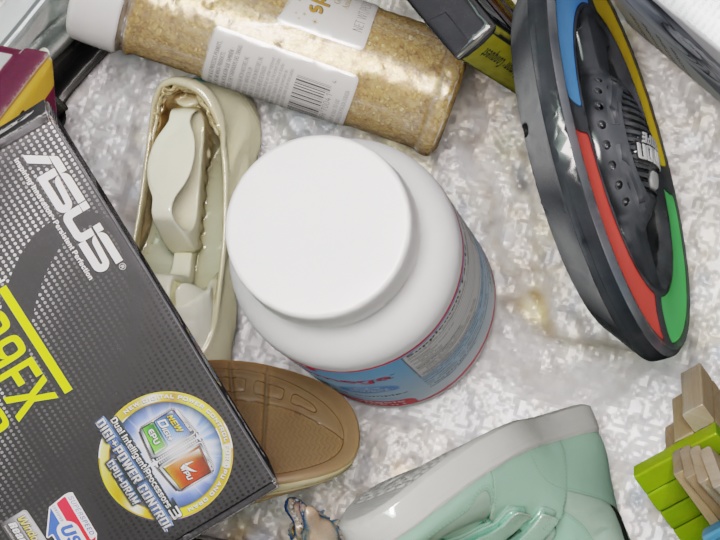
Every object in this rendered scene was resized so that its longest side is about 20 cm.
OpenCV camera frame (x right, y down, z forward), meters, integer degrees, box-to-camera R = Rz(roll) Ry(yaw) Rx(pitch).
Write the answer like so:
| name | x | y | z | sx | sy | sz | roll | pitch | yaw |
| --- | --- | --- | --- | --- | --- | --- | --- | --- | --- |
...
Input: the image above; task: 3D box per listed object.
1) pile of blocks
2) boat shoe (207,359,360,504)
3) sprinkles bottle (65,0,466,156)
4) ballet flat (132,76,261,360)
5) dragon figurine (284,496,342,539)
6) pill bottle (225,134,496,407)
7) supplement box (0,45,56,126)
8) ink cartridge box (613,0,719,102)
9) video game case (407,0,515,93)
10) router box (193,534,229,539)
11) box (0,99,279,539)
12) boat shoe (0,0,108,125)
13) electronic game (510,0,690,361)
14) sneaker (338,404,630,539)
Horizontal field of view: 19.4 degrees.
| name | x | y | z | sx | sy | sz | roll | pitch | yaw |
| --- | --- | --- | --- | --- | --- | --- | --- | --- | --- |
| pile of blocks | 0.161 | 0.135 | 0.968 | 0.062 | 0.082 | 0.200 | -32 | 40 | 19 |
| boat shoe | -0.100 | 0.091 | 1.023 | 0.200 | 0.065 | 0.071 | -3 | 57 | 0 |
| sprinkles bottle | -0.047 | -0.120 | 1.077 | 0.200 | 0.068 | 0.068 | 19 | 83 | -2 |
| ballet flat | -0.097 | -0.007 | 1.090 | 0.069 | 0.069 | 0.200 | 5 | 80 | 12 |
| dragon figurine | 0.030 | 0.183 | 1.025 | 0.200 | 0.099 | 0.059 | 39 | 85 | -22 |
| pill bottle | 0.000 | 0.000 | 1.000 | 0.109 | 0.200 | 0.109 | -2 | 78 | 11 |
| supplement box | -0.220 | -0.012 | 1.039 | 0.131 | 0.200 | 0.103 | 12 | 41 | 12 |
| ink cartridge box | 0.157 | -0.123 | 0.993 | 0.200 | 0.200 | 0.041 | 44 | 95 | 16 |
| video game case | 0.022 | -0.168 | 1.038 | 0.025 | 0.181 | 0.200 | -41 | 74 | 12 |
| router box | -0.156 | 0.194 | 1.062 | 0.200 | 0.051 | 0.149 | 10 | 83 | 13 |
| box | -0.154 | 0.050 | 0.930 | 0.160 | 0.044 | 0.200 | -30 | 106 | -1 |
| boat shoe | -0.181 | -0.096 | 1.125 | 0.057 | 0.069 | 0.200 | 33 | 85 | 15 |
| electronic game | 0.118 | -0.055 | 0.988 | 0.042 | 0.200 | 0.200 | -15 | 76 | 18 |
| sneaker | 0.074 | 0.133 | 0.967 | 0.074 | 0.200 | 0.118 | -28 | 80 | 33 |
